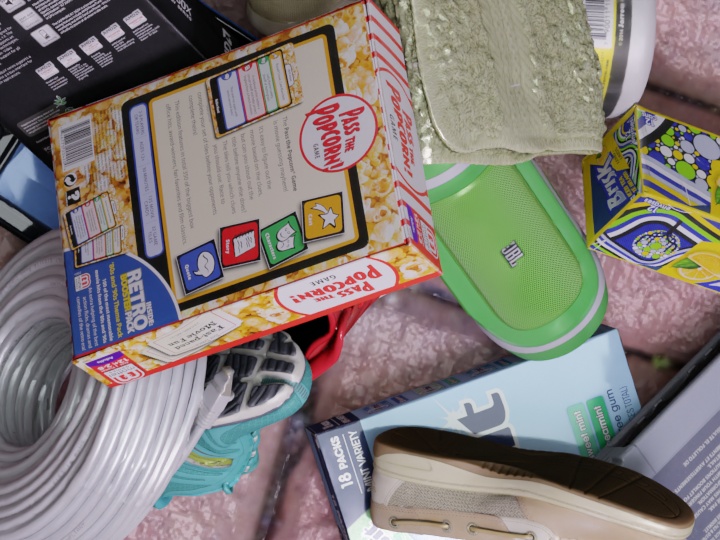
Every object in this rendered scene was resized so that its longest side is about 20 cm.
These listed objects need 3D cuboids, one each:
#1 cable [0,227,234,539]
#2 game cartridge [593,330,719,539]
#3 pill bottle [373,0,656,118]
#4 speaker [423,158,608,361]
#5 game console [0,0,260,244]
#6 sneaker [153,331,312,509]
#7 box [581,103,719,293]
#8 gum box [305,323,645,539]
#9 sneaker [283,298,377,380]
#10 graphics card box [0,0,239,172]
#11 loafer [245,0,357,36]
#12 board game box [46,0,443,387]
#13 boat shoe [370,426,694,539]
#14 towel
[{"bbox_3d":[-0.168,0.072,1.588,0.069,0.200,0.201,24,100,-38],"label":"cable"},{"bbox_3d":[0.233,0.119,1.715,0.200,0.041,0.133,-42,109,-23],"label":"game cartridge"},{"bbox_3d":[0.067,-0.150,1.655,0.199,0.112,0.113,2,94,-10],"label":"pill bottle"},{"bbox_3d":[0.074,-0.032,1.636,0.088,0.088,0.200,-42,133,-4],"label":"speaker"},{"bbox_3d":[-0.130,-0.074,1.624,0.200,0.118,0.171,33,88,-10],"label":"game console"},{"bbox_3d":[-0.087,0.088,1.623,0.080,0.200,0.078,39,53,-20],"label":"sneaker"},{"bbox_3d":[0.234,-0.028,1.684,0.199,0.064,0.070,17,51,-24],"label":"box"},{"bbox_3d":[0.087,0.146,1.716,0.199,0.045,0.171,-19,97,-9],"label":"gum box"},{"bbox_3d":[0.000,0.000,1.653,0.078,0.116,0.200,35,89,-12],"label":"sneaker"},{"bbox_3d":[-0.171,-0.142,1.518,0.125,0.051,0.200,-28,130,22],"label":"graphics card box"},{"bbox_3d":[0.007,-0.212,1.583,0.075,0.068,0.200,27,61,23],"label":"loafer"},{"bbox_3d":[-0.065,-0.040,1.478,0.199,0.046,0.152,-19,62,19],"label":"board game box"},{"bbox_3d":[0.099,0.144,1.634,0.199,0.072,0.065,11,104,20],"label":"boat shoe"},{"bbox_3d":[0.068,-0.157,1.550,0.148,0.036,0.201,-8,84,-40],"label":"towel"}]
